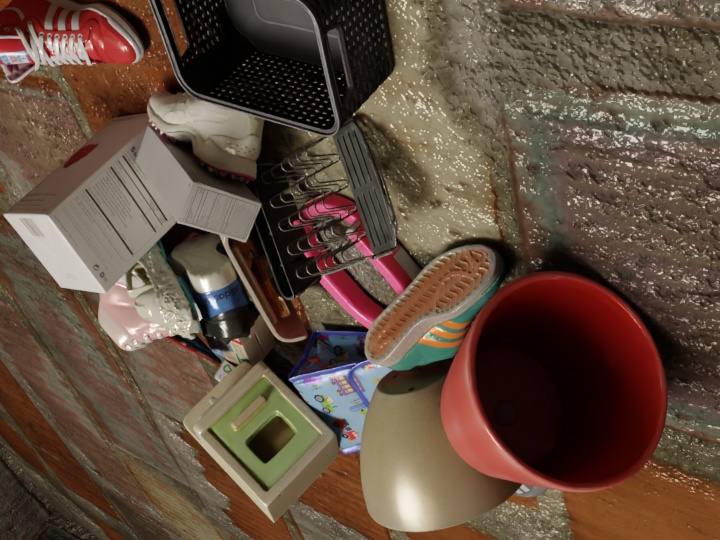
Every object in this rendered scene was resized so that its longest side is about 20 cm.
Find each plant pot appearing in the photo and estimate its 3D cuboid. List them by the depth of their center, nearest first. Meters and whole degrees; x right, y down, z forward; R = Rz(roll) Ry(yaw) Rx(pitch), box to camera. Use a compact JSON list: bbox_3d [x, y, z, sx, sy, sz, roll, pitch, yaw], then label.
[{"bbox_3d":[0.169,0.123,0.884,0.200,0.201,0.178,39,157,1],"label":"plant pot"},{"bbox_3d":[0.081,0.180,1.025,0.198,0.199,0.137,-2,112,48],"label":"plant pot"}]

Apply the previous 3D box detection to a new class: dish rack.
[{"bbox_3d":[-0.042,-0.064,0.944,0.199,0.054,0.156,-19,92,55],"label":"dish rack"}]

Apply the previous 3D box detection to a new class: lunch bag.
[{"bbox_3d":[0.033,0.151,1.168,0.197,0.095,0.152,-11,125,36],"label":"lunch bag"}]

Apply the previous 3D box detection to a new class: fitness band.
[{"bbox_3d":[0.000,0.000,1.043,0.201,0.037,0.143,49,148,-11],"label":"fitness band"}]

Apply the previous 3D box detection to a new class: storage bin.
[{"bbox_3d":[-0.081,-0.218,0.805,0.198,0.094,0.137,21,144,30],"label":"storage bin"}]

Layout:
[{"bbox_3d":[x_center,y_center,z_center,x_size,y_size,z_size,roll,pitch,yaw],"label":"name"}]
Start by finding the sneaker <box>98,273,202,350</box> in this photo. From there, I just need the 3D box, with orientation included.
[{"bbox_3d":[-0.255,0.065,1.187,0.197,0.075,0.106,20,103,5],"label":"sneaker"}]

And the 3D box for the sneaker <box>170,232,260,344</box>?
[{"bbox_3d":[-0.179,0.026,1.120,0.200,0.076,0.113,-143,34,-66],"label":"sneaker"}]

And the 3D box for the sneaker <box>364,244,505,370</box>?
[{"bbox_3d":[0.092,0.044,0.958,0.079,0.072,0.200,18,137,-35],"label":"sneaker"}]

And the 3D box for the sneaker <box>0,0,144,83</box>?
[{"bbox_3d":[-0.345,-0.256,1.022,0.198,0.113,0.072,24,146,25],"label":"sneaker"}]

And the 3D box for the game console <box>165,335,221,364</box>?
[{"bbox_3d":[-0.284,0.031,1.335,0.199,0.117,0.176,28,116,57],"label":"game console"}]

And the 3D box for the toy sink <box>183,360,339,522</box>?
[{"bbox_3d":[-0.142,0.212,1.214,0.200,0.130,0.113,42,162,19],"label":"toy sink"}]

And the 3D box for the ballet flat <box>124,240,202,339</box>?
[{"bbox_3d":[-0.246,0.026,1.089,0.200,0.071,0.072,50,166,51],"label":"ballet flat"}]

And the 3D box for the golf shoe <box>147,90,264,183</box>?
[{"bbox_3d":[-0.166,-0.171,0.992,0.199,0.075,0.093,35,109,38],"label":"golf shoe"}]

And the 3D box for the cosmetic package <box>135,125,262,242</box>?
[{"bbox_3d":[-0.183,-0.098,0.992,0.082,0.051,0.200,18,-165,-32],"label":"cosmetic package"}]

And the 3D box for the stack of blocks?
[{"bbox_3d":[-0.184,0.050,1.281,0.114,0.059,0.202,18,142,32],"label":"stack of blocks"}]

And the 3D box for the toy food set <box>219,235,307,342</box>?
[{"bbox_3d":[-0.125,-0.023,1.096,0.202,0.060,0.144,65,175,-37],"label":"toy food set"}]

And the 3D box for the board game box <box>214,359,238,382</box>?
[{"bbox_3d":[-0.125,0.210,1.390,0.198,0.035,0.126,35,177,9],"label":"board game box"}]

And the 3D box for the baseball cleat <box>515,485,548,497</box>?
[{"bbox_3d":[0.167,0.239,1.109,0.105,0.071,0.200,19,153,-17],"label":"baseball cleat"}]

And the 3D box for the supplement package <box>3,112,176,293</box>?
[{"bbox_3d":[-0.307,-0.087,1.108,0.120,0.201,0.121,3,134,45],"label":"supplement package"}]
